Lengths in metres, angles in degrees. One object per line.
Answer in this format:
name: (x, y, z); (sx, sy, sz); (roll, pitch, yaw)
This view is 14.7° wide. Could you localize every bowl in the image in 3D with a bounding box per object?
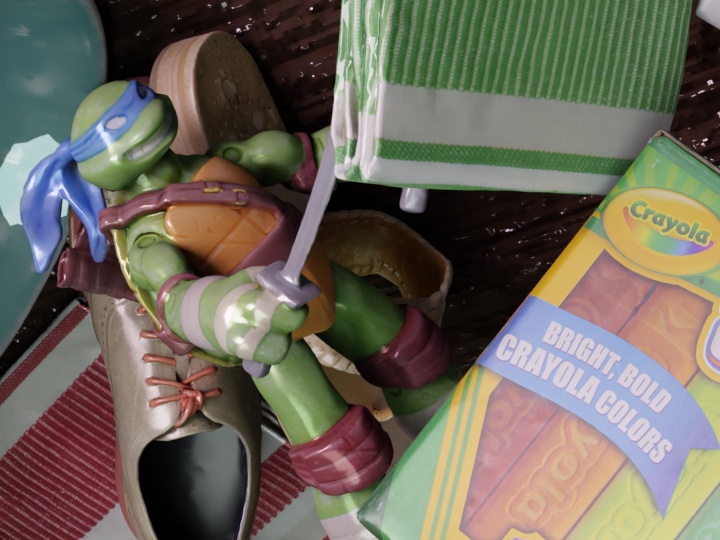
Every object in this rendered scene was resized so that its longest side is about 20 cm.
bowl: (-0.188, -0.033, 0.992); (0.105, 0.201, 0.201); (26, 129, 16)

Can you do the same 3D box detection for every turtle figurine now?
turtle figurine: (0.003, 0.002, 0.934); (0.200, 0.144, 0.194); (-31, 112, 9)

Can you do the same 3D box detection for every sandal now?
sandal: (-0.002, 0.003, 1.030); (0.070, 0.078, 0.212); (-11, 118, 31)

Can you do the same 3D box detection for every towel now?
towel: (-0.069, 0.101, 1.153); (0.200, 0.023, 0.144); (36, 127, -13)
towel: (0.052, -0.123, 0.844); (0.023, 0.152, 0.200); (5, 92, 45)

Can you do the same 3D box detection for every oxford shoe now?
oxford shoe: (-0.065, 0.027, 1.045); (0.070, 0.075, 0.200); (-12, 112, -9)

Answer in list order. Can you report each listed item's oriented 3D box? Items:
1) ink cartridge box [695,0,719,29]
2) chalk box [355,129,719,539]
ink cartridge box: (0.229, -0.107, 0.899); (0.200, 0.084, 0.145); (28, 127, -9)
chalk box: (0.121, 0.047, 0.880); (0.125, 0.124, 0.200); (37, 91, 28)
